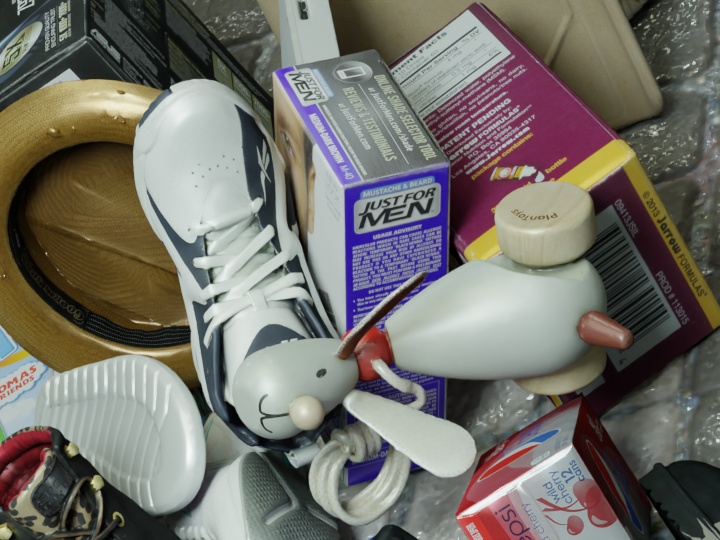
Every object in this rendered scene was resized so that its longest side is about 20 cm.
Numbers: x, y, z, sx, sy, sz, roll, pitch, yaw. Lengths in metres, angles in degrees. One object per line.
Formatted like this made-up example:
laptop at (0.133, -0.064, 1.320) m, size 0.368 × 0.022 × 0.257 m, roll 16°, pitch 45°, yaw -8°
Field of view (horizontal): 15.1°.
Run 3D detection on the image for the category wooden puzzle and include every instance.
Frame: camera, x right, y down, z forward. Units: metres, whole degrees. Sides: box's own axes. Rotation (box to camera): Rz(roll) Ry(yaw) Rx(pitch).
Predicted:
wooden puzzle at (0.053, -0.139, 1.559) m, size 0.199 × 0.186 × 0.037 m, roll -20°, pitch 21°, yaw 22°

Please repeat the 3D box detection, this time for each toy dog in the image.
toy dog at (0.049, 0.041, 1.281) m, size 0.200 × 0.132 × 0.096 m, roll -40°, pitch 32°, yaw -9°

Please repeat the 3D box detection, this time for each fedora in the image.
fedora at (-0.125, -0.028, 1.529) m, size 0.200 × 0.201 × 0.082 m, roll -22°, pitch 19°, yaw 18°

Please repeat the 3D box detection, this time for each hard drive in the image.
hard drive at (-0.025, -0.063, 1.523) m, size 0.026 × 0.201 × 0.132 m, roll -5°, pitch 38°, yaw -5°

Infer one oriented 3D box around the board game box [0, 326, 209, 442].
board game box at (-0.177, 0.072, 1.624) m, size 0.151 × 0.037 × 0.200 m, roll -32°, pitch 36°, yaw 4°

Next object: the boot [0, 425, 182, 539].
boot at (-0.113, 0.151, 1.340) m, size 0.073 × 0.151 × 0.200 m, roll -49°, pitch 19°, yaw -6°

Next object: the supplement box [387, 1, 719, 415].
supplement box at (0.088, -0.033, 1.450) m, size 0.103 × 0.131 × 0.200 m, roll -35°, pitch 35°, yaw -2°

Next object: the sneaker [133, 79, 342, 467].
sneaker at (-0.052, 0.012, 1.345) m, size 0.079 × 0.200 × 0.130 m, roll -15°, pitch 33°, yaw -17°

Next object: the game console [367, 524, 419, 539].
game console at (0.008, 0.239, 1.307) m, size 0.171 × 0.118 × 0.201 m, roll -39°, pitch 19°, yaw 56°

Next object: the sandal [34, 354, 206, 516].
sandal at (-0.121, 0.085, 1.471) m, size 0.202 × 0.050 × 0.083 m, roll 9°, pitch 95°, yaw 60°

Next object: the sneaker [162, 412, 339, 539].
sneaker at (-0.062, 0.130, 1.432) m, size 0.080 × 0.070 × 0.200 m, roll -46°, pitch 15°, yaw 8°

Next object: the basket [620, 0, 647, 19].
basket at (0.104, -0.267, 1.650) m, size 0.161 × 0.201 × 0.198 m, roll -39°, pitch 36°, yaw -15°

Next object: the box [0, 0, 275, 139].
box at (-0.138, -0.100, 1.639) m, size 0.086 × 0.200 × 0.164 m, roll -31°, pitch 36°, yaw 18°

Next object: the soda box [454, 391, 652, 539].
soda box at (0.092, 0.110, 1.254) m, size 0.063 × 0.070 × 0.200 m, roll -32°, pitch -1°, yaw 7°

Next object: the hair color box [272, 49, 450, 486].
hair color box at (0.000, 0.000, 1.413) m, size 0.064 × 0.201 × 0.110 m, roll -12°, pitch 39°, yaw -16°

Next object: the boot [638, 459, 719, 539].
boot at (0.238, 0.111, 1.220) m, size 0.162 × 0.073 × 0.198 m, roll -40°, pitch 43°, yaw -3°
